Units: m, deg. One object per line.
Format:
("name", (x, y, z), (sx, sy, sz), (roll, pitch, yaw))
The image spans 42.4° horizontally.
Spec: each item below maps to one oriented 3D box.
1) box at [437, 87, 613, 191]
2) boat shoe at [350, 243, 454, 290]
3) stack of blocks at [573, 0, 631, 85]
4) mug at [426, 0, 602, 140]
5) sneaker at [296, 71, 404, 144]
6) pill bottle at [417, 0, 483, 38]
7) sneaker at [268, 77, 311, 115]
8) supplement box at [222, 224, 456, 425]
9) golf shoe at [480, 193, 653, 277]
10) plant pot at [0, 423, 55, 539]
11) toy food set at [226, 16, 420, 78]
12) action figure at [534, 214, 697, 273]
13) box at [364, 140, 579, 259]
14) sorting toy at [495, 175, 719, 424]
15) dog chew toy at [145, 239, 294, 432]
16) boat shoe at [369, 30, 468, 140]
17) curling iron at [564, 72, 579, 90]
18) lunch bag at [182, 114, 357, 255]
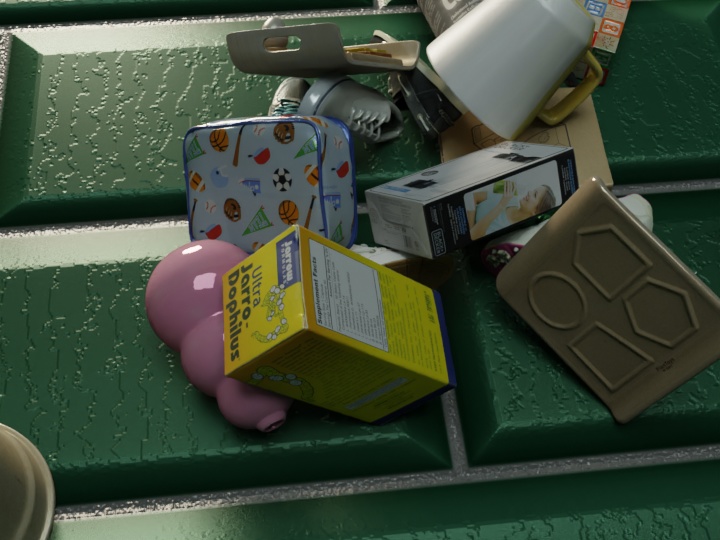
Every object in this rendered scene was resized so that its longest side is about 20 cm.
("box", (0.196, -0.158, 1.136), (0.199, 0.021, 0.164), (-1, 57, -4))
("boat shoe", (0.000, 0.000, 0.997), (0.199, 0.071, 0.069), (-12, 45, -13))
("stack of blocks", (0.299, -0.351, 1.243), (0.115, 0.059, 0.200), (19, 58, 10))
("mug", (0.187, -0.254, 1.060), (0.150, 0.153, 0.186), (52, 25, 14))
("sneaker", (-0.003, -0.181, 1.063), (0.071, 0.073, 0.200), (32, 22, 17))
("pill bottle", (0.139, -0.343, 1.200), (0.113, 0.113, 0.200), (-15, 59, -12))
("sneaker", (-0.075, -0.160, 1.088), (0.077, 0.086, 0.200), (2, 57, -2))
("supplement box", (-0.019, 0.058, 0.875), (0.200, 0.109, 0.109), (25, 45, -40))
("golf shoe", (0.220, -0.031, 0.983), (0.200, 0.075, 0.092), (-6, 41, 44))
("plant pot", (-0.384, 0.183, 0.795), (0.200, 0.184, 0.201), (1, 56, -2))
("toy food set", (-0.037, -0.256, 1.056), (0.143, 0.061, 0.200), (2, 9, 30))
("action figure", (0.258, -0.005, 1.007), (0.118, 0.055, 0.200), (-53, 50, 14))
("box", (0.119, -0.080, 0.987), (0.200, 0.060, 0.117), (-21, 20, -25))
("sorting toy", (0.245, 0.031, 0.904), (0.036, 0.185, 0.200), (-30, 75, -40))
("dog chew toy", (-0.131, 0.069, 0.923), (0.124, 0.125, 0.200), (-25, 70, -17))
("boat shoe", (0.056, -0.235, 1.149), (0.068, 0.072, 0.200), (-48, 48, 15))
("curling iron", (0.230, -0.286, 1.125), (0.049, 0.200, 0.026), (-30, 41, 10))
("lunch bag", (-0.099, -0.082, 0.981), (0.200, 0.161, 0.075), (2, 11, 33))
